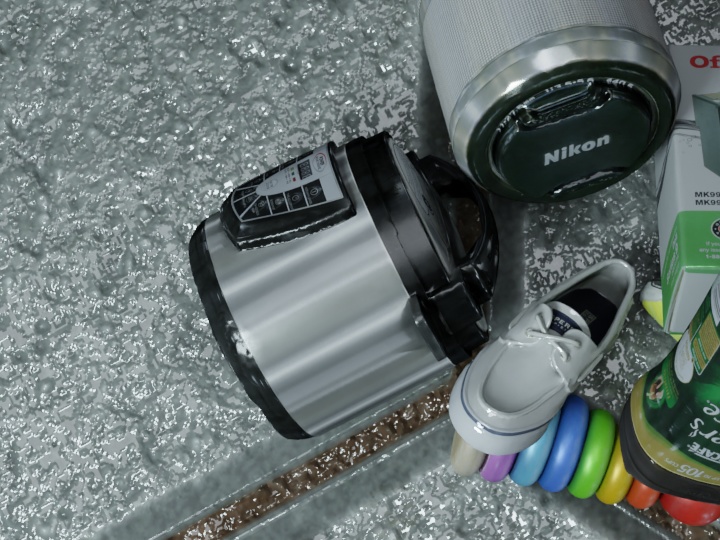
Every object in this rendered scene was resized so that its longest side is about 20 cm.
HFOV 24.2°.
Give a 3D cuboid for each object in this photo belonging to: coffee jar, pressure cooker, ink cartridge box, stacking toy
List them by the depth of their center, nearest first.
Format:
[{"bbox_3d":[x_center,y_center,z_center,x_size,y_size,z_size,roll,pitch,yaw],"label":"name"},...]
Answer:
[{"bbox_3d":[0.247,0.070,1.089,0.103,0.201,0.086,13,47,-12],"label":"coffee jar"},{"bbox_3d":[0.001,0.002,1.163,0.198,0.179,0.177,-26,77,8],"label":"pressure cooker"},{"bbox_3d":[0.281,-0.057,1.166,0.144,0.084,0.202,1,55,3],"label":"ink cartridge box"},{"bbox_3d":[0.168,0.130,1.193,0.198,0.085,0.086,17,82,-1],"label":"stacking toy"}]

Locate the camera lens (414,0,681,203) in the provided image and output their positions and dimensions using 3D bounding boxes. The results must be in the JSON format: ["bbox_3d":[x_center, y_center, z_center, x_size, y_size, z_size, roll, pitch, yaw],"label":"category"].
[{"bbox_3d":[0.125,-0.161,1.168,0.158,0.161,0.202,-14,57,2],"label":"camera lens"}]

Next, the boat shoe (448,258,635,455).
[{"bbox_3d":[0.128,0.050,1.152,0.073,0.066,0.200,34,42,11],"label":"boat shoe"}]

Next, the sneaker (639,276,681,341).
[{"bbox_3d":[0.276,0.078,1.189,0.199,0.075,0.077,37,85,10],"label":"sneaker"}]
